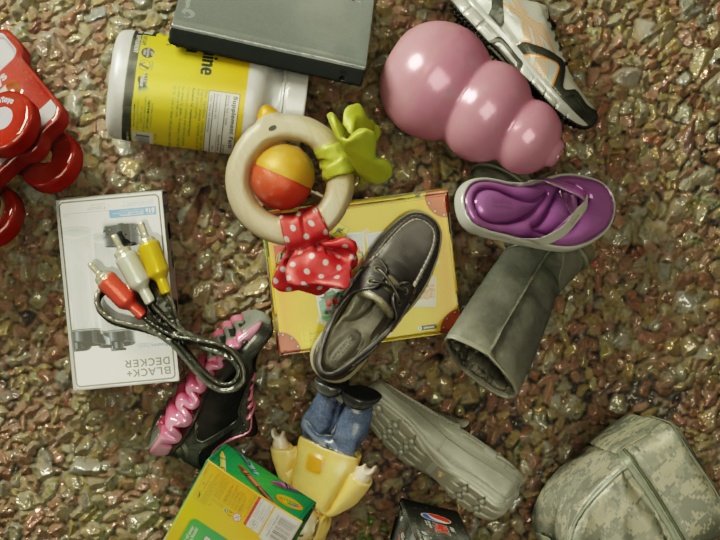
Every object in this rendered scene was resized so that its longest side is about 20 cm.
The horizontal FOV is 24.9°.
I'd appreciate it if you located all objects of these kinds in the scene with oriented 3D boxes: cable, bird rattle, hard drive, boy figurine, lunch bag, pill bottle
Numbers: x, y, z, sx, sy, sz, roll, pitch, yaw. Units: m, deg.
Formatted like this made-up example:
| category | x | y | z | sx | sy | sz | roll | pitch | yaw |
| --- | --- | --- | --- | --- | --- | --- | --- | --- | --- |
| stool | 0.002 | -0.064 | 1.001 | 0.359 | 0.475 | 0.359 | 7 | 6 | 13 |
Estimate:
| category | x | y | z | sx | sy | sz | roll | pitch | yaw |
| --- | --- | --- | --- | --- | --- | --- | --- | --- | --- |
| cable | -0.200 | 0.054 | 1.638 | 0.097 | 0.050 | 0.200 | -38 | 77 | 2 |
| bird rattle | -0.057 | -0.078 | 1.628 | 0.162 | 0.113 | 0.201 | 25 | 105 | 0 |
| hard drive | -0.088 | -0.257 | 1.665 | 0.198 | 0.140 | 0.033 | 12 | 131 | -5 |
| boy figurine | -0.047 | 0.208 | 1.723 | 0.124 | 0.064 | 0.201 | 25 | 105 | 17 |
| lunch bag | 0.269 | 0.249 | 1.691 | 0.167 | 0.200 | 0.140 | -31 | 93 | -5 |
| pill bottle | -0.156 | -0.180 | 1.672 | 0.198 | 0.112 | 0.113 | 7 | 94 | -5 |

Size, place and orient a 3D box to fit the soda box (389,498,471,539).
| category | x | y | z | sx | sy | sz | roll | pitch | yaw |
| --- | --- | --- | --- | --- | --- | --- | --- | --- | --- |
| soda box | 0.074 | 0.294 | 1.677 | 0.070 | 0.200 | 0.064 | 14 | 95 | -4 |

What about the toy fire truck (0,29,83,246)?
| category | x | y | z | sx | sy | sz | roll | pitch | yaw |
| --- | --- | --- | --- | --- | --- | --- | --- | --- | --- |
| toy fire truck | -0.393 | -0.132 | 1.664 | 0.200 | 0.112 | 0.168 | -42 | 60 | 1 |

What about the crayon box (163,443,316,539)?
| category | x | y | z | sx | sy | sz | roll | pitch | yaw |
| --- | --- | --- | --- | --- | --- | --- | --- | --- | --- |
| crayon box | -0.146 | 0.299 | 1.700 | 0.118 | 0.058 | 0.201 | 32 | 107 | 6 |

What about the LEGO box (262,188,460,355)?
| category | x | y | z | sx | sy | sz | roll | pitch | yaw |
| --- | --- | --- | --- | --- | --- | --- | --- | --- | --- |
| LEGO box | 0.000 | 0.000 | 1.712 | 0.198 | 0.077 | 0.150 | -7 | 94 | -3 |

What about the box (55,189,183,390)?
| category | x | y | z | sx | sy | sz | roll | pitch | yaw |
| --- | --- | --- | --- | --- | --- | --- | --- | --- | --- |
| box | -0.251 | 0.020 | 1.706 | 0.116 | 0.060 | 0.202 | -4 | 95 | -3 |

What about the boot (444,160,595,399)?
| category | x | y | z | sx | sy | sz | roll | pitch | yaw |
| --- | --- | --- | --- | --- | --- | --- | --- | --- | --- |
| boot | 0.140 | 0.005 | 1.688 | 0.182 | 0.073 | 0.200 | 42 | 66 | -5 |

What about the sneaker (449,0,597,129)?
| category | x | y | z | sx | sy | sz | roll | pitch | yaw |
| --- | --- | --- | --- | --- | --- | --- | --- | --- | --- |
| sneaker | 0.187 | -0.233 | 1.711 | 0.080 | 0.074 | 0.200 | -43 | 96 | -2 |

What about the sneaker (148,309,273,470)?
| category | x | y | z | sx | sy | sz | roll | pitch | yaw |
| --- | --- | --- | --- | --- | --- | --- | --- | --- | --- |
| sneaker | -0.138 | 0.131 | 1.709 | 0.095 | 0.079 | 0.200 | 32 | 111 | -13 |

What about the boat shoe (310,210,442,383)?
| category | x | y | z | sx | sy | sz | roll | pitch | yaw |
| --- | --- | --- | --- | --- | --- | --- | --- | --- | --- |
| boat shoe | 0.018 | 0.029 | 1.643 | 0.072 | 0.065 | 0.201 | 37 | 91 | -4 |

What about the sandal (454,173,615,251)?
| category | x | y | z | sx | sy | sz | roll | pitch | yaw |
| --- | --- | --- | --- | --- | --- | --- | --- | --- | --- |
| sandal | 0.189 | -0.061 | 1.661 | 0.201 | 0.050 | 0.083 | -5 | 81 | -31 |

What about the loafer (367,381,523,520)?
| category | x | y | z | sx | sy | sz | roll | pitch | yaw |
| --- | --- | --- | --- | --- | --- | --- | --- | --- | --- |
| loafer | 0.087 | 0.184 | 1.744 | 0.200 | 0.070 | 0.070 | 40 | 54 | -1 |

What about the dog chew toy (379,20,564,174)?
| category | x | y | z | sx | sy | sz | roll | pitch | yaw |
| --- | --- | --- | --- | --- | --- | --- | --- | --- | --- |
| dog chew toy | 0.119 | -0.169 | 1.672 | 0.199 | 0.125 | 0.125 | 33 | 92 | 9 |
